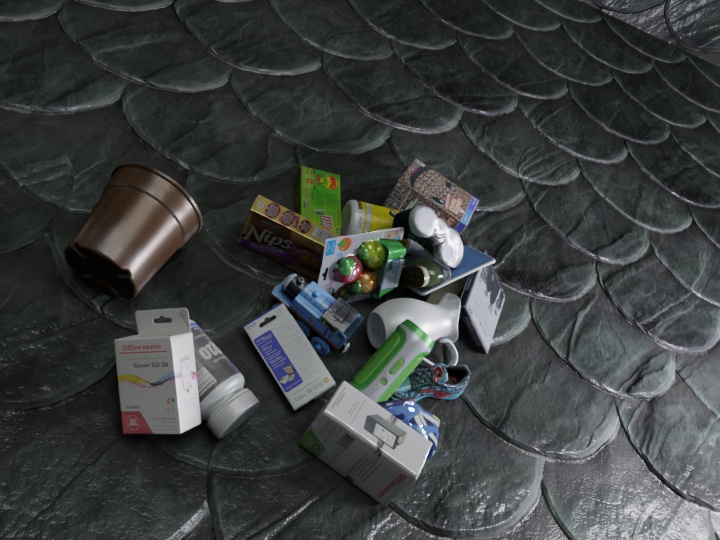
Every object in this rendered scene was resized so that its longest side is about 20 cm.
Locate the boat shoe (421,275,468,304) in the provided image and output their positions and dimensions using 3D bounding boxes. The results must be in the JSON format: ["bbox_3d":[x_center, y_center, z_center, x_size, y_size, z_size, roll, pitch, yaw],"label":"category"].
[{"bbox_3d":[0.193,0.040,1.622,0.201,0.063,0.074,-50,125,-33],"label":"boat shoe"}]

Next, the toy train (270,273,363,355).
[{"bbox_3d":[-0.094,0.085,1.403,0.200,0.114,0.087,40,47,6],"label":"toy train"}]

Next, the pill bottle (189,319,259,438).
[{"bbox_3d":[-0.280,0.194,1.225,0.200,0.114,0.114,45,49,10],"label":"pill bottle"}]

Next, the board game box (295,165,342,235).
[{"bbox_3d":[-0.100,-0.150,1.626,0.101,0.048,0.200,11,51,-19],"label":"board game box"}]

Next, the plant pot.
[{"bbox_3d":[-0.439,-0.066,1.304,0.200,0.200,0.198,30,55,-3],"label":"plant pot"}]

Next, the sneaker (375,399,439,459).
[{"bbox_3d":[0.090,0.302,1.315,0.200,0.074,0.082,35,50,-41],"label":"sneaker"}]

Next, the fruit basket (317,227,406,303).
[{"bbox_3d":[0.000,0.000,1.472,0.200,0.185,0.094,-15,41,-37],"label":"fruit basket"}]

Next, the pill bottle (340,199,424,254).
[{"bbox_3d":[0.054,-0.094,1.619,0.200,0.109,0.109,12,51,-18],"label":"pill bottle"}]

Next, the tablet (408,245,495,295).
[{"bbox_3d":[0.197,-0.002,1.589,0.200,0.014,0.130,-23,26,-16],"label":"tablet"}]

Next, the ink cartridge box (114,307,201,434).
[{"bbox_3d":[-0.341,0.167,1.148,0.067,0.116,0.200,-9,93,-71],"label":"ink cartridge box"}]

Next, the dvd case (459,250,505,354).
[{"bbox_3d":[0.287,0.072,1.608,0.150,0.025,0.200,61,39,-30],"label":"dvd case"}]

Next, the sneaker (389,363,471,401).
[{"bbox_3d":[0.140,0.221,1.429,0.200,0.096,0.079,-1,55,-27],"label":"sneaker"}]

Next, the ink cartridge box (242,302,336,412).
[{"bbox_3d":[-0.140,0.168,1.346,0.095,0.037,0.200,-31,73,-12],"label":"ink cartridge box"}]

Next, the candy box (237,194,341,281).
[{"bbox_3d":[-0.155,-0.069,1.489,0.200,0.117,0.057,26,47,-8],"label":"candy box"}]

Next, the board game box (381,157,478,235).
[{"bbox_3d":[0.176,-0.166,1.725,0.200,0.097,0.159,34,35,0],"label":"board game box"}]

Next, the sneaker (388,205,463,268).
[{"bbox_3d":[0.145,-0.079,1.544,0.200,0.114,0.076,43,70,-37],"label":"sneaker"}]

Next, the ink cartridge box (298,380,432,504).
[{"bbox_3d":[0.007,0.317,1.254,0.200,0.146,0.084,35,46,1],"label":"ink cartridge box"}]

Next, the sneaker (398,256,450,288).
[{"bbox_3d":[0.125,0.002,1.546,0.090,0.200,0.067,-7,101,-26],"label":"sneaker"}]

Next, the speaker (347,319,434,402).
[{"bbox_3d":[0.054,0.193,1.353,0.088,0.088,0.200,41,85,8],"label":"speaker"}]

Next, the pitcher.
[{"bbox_3d":[0.122,0.142,1.478,0.200,0.121,0.172,-5,85,-29],"label":"pitcher"}]
